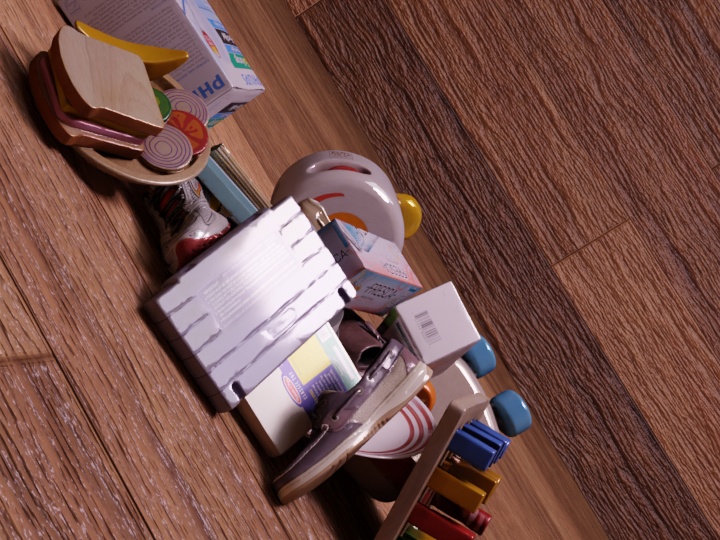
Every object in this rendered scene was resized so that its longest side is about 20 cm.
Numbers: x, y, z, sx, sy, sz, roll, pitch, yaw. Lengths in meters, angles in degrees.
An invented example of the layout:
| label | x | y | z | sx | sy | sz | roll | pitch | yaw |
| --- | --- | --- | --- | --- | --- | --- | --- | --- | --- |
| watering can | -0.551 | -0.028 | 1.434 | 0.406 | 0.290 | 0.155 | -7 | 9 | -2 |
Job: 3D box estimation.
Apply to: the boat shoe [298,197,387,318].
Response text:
| label | x | y | z | sx | sy | sz | roll | pitch | yaw |
| --- | --- | --- | --- | --- | --- | --- | --- | --- | --- |
| boat shoe | -0.014 | -0.011 | 1.442 | 0.200 | 0.068 | 0.075 | 37 | 2 | -30 |

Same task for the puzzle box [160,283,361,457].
| label | x | y | z | sx | sy | sz | roll | pitch | yaw |
| --- | --- | --- | --- | --- | --- | --- | --- | --- | --- |
| puzzle box | -0.092 | 0.066 | 1.163 | 0.133 | 0.025 | 0.200 | -36 | 99 | -40 |

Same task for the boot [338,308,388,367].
| label | x | y | z | sx | sy | sz | roll | pitch | yaw |
| --- | --- | --- | --- | --- | --- | --- | --- | --- | --- |
| boot | -0.023 | 0.070 | 1.419 | 0.166 | 0.072 | 0.200 | 28 | 12 | 24 |

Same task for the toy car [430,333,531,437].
| label | x | y | z | sx | sy | sz | roll | pitch | yaw |
| --- | --- | --- | --- | --- | --- | --- | --- | --- | --- |
| toy car | 0.102 | 0.208 | 1.647 | 0.177 | 0.184 | 0.200 | 59 | -19 | 9 |

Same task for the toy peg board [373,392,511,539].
| label | x | y | z | sx | sy | sz | roll | pitch | yaw |
| --- | --- | --- | --- | --- | --- | --- | --- | --- | --- |
| toy peg board | 0.105 | 0.244 | 1.261 | 0.098 | 0.199 | 0.200 | 30 | 4 | 13 |

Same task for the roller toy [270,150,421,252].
| label | x | y | z | sx | sy | sz | roll | pitch | yaw |
| --- | --- | --- | --- | --- | --- | --- | --- | --- | --- |
| roller toy | -0.033 | -0.069 | 1.627 | 0.182 | 0.200 | 0.140 | 48 | 12 | -20 |

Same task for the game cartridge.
| label | x | y | z | sx | sy | sz | roll | pitch | yaw |
| --- | --- | --- | --- | --- | --- | --- | --- | --- | --- |
| game cartridge | -0.102 | 0.027 | 1.131 | 0.130 | 0.038 | 0.200 | 54 | 51 | -6 |

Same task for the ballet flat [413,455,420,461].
| label | x | y | z | sx | sy | sz | roll | pitch | yaw |
| --- | --- | --- | --- | --- | --- | --- | --- | --- | --- |
| ballet flat | 0.017 | 0.168 | 1.502 | 0.067 | 0.046 | 0.200 | -24 | 78 | -45 |

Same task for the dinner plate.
| label | x | y | z | sx | sy | sz | roll | pitch | yaw |
| --- | --- | --- | --- | --- | --- | --- | --- | --- | --- |
| dinner plate | -0.015 | 0.149 | 1.264 | 0.200 | 0.024 | 0.200 | 15 | 20 | -6 |

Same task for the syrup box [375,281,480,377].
| label | x | y | z | sx | sy | sz | roll | pitch | yaw |
| --- | --- | --- | --- | --- | --- | --- | --- | --- | --- |
| syrup box | 0.072 | 0.088 | 1.445 | 0.079 | 0.081 | 0.200 | 63 | -17 | 11 |

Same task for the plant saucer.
| label | x | y | z | sx | sy | sz | roll | pitch | yaw |
| --- | --- | --- | --- | --- | --- | --- | --- | --- | --- |
| plant saucer | -0.139 | -0.081 | 1.255 | 0.200 | 0.019 | 0.070 | 49 | 6 | 4 |

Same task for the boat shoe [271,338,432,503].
| label | x | y | z | sx | sy | sz | roll | pitch | yaw |
| --- | --- | --- | --- | --- | --- | --- | --- | --- | --- |
| boat shoe | -0.017 | 0.142 | 1.141 | 0.065 | 0.200 | 0.072 | 47 | -23 | 8 |

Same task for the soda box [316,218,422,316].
| label | x | y | z | sx | sy | sz | roll | pitch | yaw |
| --- | --- | --- | --- | --- | --- | --- | --- | --- | --- |
| soda box | 0.000 | 0.000 | 1.308 | 0.068 | 0.064 | 0.200 | 58 | 13 | 17 |

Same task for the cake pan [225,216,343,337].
| label | x | y | z | sx | sy | sz | roll | pitch | yaw |
| --- | --- | --- | --- | --- | --- | --- | --- | --- | --- |
| cake pan | -0.098 | 0.014 | 1.273 | 0.200 | 0.037 | 0.200 | 30 | 28 | -17 |

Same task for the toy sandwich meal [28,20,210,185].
| label | x | y | z | sx | sy | sz | roll | pitch | yaw |
| --- | --- | --- | --- | --- | --- | --- | --- | --- | --- |
| toy sandwich meal | -0.226 | -0.170 | 1.161 | 0.205 | 0.070 | 0.205 | 25 | 40 | -24 |

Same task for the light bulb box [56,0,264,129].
| label | x | y | z | sx | sy | sz | roll | pitch | yaw |
| --- | --- | --- | --- | --- | --- | --- | --- | --- | --- |
| light bulb box | -0.235 | -0.269 | 1.440 | 0.200 | 0.125 | 0.198 | 56 | 10 | -3 |

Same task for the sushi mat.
| label | x | y | z | sx | sy | sz | roll | pitch | yaw |
| --- | --- | --- | --- | --- | --- | --- | --- | --- | --- |
| sushi mat | -0.141 | -0.058 | 1.355 | 0.200 | 0.096 | 0.012 | 52 | 33 | -32 |

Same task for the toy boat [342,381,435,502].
| label | x | y | z | sx | sy | sz | roll | pitch | yaw |
| --- | --- | --- | --- | --- | --- | --- | --- | --- | --- |
| toy boat | 0.028 | 0.167 | 1.373 | 0.131 | 0.131 | 0.200 | 50 | 12 | -41 |

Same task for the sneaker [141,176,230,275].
| label | x | y | z | sx | sy | sz | roll | pitch | yaw |
| --- | --- | --- | --- | --- | --- | --- | --- | --- | --- |
| sneaker | -0.190 | -0.059 | 1.208 | 0.082 | 0.078 | 0.200 | 46 | 6 | -25 |
